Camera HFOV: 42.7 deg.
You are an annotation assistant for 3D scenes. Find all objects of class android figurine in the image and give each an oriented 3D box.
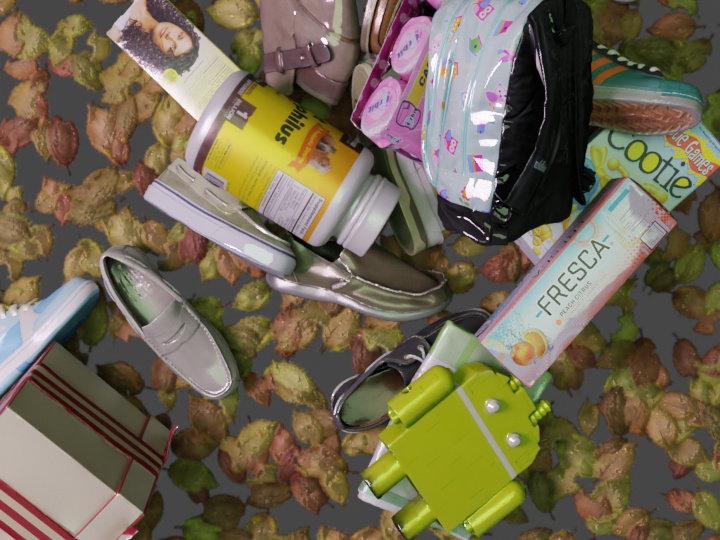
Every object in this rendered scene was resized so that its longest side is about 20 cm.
[{"bbox_3d":[0.101,0.175,0.915,0.199,0.041,0.183,-35,110,-8],"label":"android figurine"}]

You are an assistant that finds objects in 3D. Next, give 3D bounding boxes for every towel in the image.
[{"bbox_3d":[0.100,0.169,0.945,0.148,0.031,0.202,26,93,-25],"label":"towel"}]

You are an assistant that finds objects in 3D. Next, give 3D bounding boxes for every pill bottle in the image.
[{"bbox_3d":[-0.062,-0.098,0.898,0.199,0.109,0.110,32,93,-4],"label":"pill bottle"}]

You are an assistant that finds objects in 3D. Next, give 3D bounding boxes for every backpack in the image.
[{"bbox_3d":[0.126,-0.138,0.785,0.125,0.166,0.203,16,116,33],"label":"backpack"}]

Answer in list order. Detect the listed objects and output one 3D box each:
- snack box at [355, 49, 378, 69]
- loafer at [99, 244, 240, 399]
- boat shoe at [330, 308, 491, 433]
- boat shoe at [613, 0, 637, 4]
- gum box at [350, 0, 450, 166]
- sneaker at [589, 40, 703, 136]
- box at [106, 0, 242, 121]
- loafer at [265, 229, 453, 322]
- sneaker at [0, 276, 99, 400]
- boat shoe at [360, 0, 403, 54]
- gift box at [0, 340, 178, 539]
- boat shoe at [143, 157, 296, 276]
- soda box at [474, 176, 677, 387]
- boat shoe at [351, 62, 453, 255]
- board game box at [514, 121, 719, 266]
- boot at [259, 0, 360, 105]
[{"bbox_3d":[0.110,-0.231,0.954,0.198,0.053,0.144,28,91,4],"label":"snack box"},{"bbox_3d":[-0.205,0.057,0.972,0.070,0.070,0.200,-44,88,3],"label":"loafer"},{"bbox_3d":[0.058,0.107,0.959,0.199,0.068,0.072,-31,86,2],"label":"boat shoe"},{"bbox_3d":[0.241,-0.371,0.938,0.074,0.065,0.204,-26,89,4],"label":"boat shoe"},{"bbox_3d":[0.082,-0.192,0.861,0.113,0.066,0.202,25,89,-37],"label":"gum box"},{"bbox_3d":[0.223,-0.179,0.854,0.198,0.071,0.081,14,77,34],"label":"sneaker"},{"bbox_3d":[-0.169,-0.205,0.976,0.200,0.050,0.075,42,94,1],"label":"box"},{"bbox_3d":[0.000,0.000,0.949,0.197,0.075,0.071,10,113,4],"label":"loafer"},{"bbox_3d":[-0.384,0.049,0.980,0.200,0.080,0.131,-42,90,3],"label":"sneaker"},{"bbox_3d":[0.064,-0.298,0.897,0.067,0.072,0.202,24,91,8],"label":"boat shoe"},{"bbox_3d":[-0.290,0.202,0.902,0.200,0.185,0.187,-42,105,15],"label":"gift box"},{"bbox_3d":[-0.141,-0.059,0.943,0.199,0.072,0.063,29,86,25],"label":"boat shoe"},{"bbox_3d":[0.194,0.009,0.843,0.063,0.068,0.200,41,94,0],"label":"soda box"},{"bbox_3d":[0.048,-0.121,0.949,0.068,0.075,0.202,-23,108,-17],"label":"boat shoe"},{"bbox_3d":[0.247,-0.080,0.923,0.200,0.105,0.103,-42,89,4],"label":"board game box"},{"bbox_3d":[-0.081,-0.260,0.957,0.199,0.070,0.148,28,120,35],"label":"boot"}]
